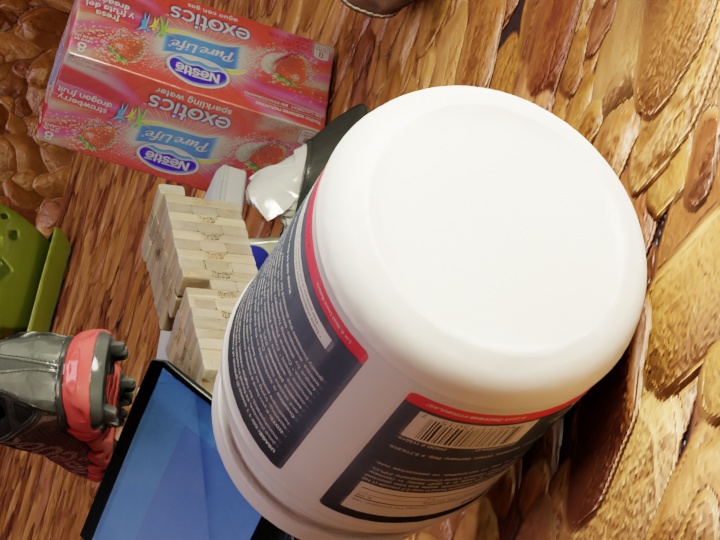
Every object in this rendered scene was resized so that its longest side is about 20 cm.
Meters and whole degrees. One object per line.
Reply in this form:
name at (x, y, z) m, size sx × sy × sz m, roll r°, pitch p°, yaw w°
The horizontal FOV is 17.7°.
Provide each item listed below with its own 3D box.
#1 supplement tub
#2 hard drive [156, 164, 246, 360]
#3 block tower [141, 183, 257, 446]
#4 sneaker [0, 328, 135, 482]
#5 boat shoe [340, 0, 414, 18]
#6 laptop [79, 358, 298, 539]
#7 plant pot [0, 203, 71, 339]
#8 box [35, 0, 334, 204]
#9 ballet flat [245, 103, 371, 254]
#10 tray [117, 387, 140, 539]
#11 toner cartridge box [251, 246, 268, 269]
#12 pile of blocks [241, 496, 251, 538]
supplement tub at (0.022, 0.027, 0.977) m, size 0.200 × 0.140 × 0.141 m, roll 127°, pitch 157°, yaw -57°
hard drive at (-0.119, 0.037, 1.664) m, size 0.201 × 0.026 × 0.132 m, roll -86°, pitch 17°, yaw -47°
block tower at (-0.093, 0.027, 1.451) m, size 0.200 × 0.057 × 0.054 m, roll -110°, pitch 34°, yaw -49°
sneaker at (-0.192, 0.083, 1.443) m, size 0.201 × 0.097 × 0.071 m, roll 95°, pitch 180°, yaw -72°
boat shoe at (0.010, -0.208, 1.514) m, size 0.070 × 0.070 × 0.200 m, roll -58°, pitch 10°, yaw 29°
laptop at (-0.098, 0.188, 1.346) m, size 0.201 × 0.103 × 0.178 m, roll -93°, pitch 21°, yaw -45°
plant pot at (-0.534, 0.017, 3.386) m, size 0.199 × 0.180 × 0.201 m, roll 139°, pitch 145°, yaw -69°
box at (-0.130, -0.132, 1.727) m, size 0.103 × 0.199 × 0.095 m, roll 121°, pitch 162°, yaw -46°
ballet flat at (-0.050, -0.022, 1.532) m, size 0.068 × 0.068 × 0.201 m, roll -128°, pitch 56°, yaw -78°
tray at (-0.125, 0.166, 1.553) m, size 0.200 × 0.022 × 0.108 m, roll 72°, pitch -159°, yaw -61°
toner cartridge box at (-0.100, 0.059, 1.709) m, size 0.200 × 0.043 × 0.095 m, roll 131°, pitch 154°, yaw -63°
pile of blocks at (-0.086, 0.136, 1.453) m, size 0.200 × 0.082 × 0.063 m, roll -158°, pitch 85°, yaw -77°
